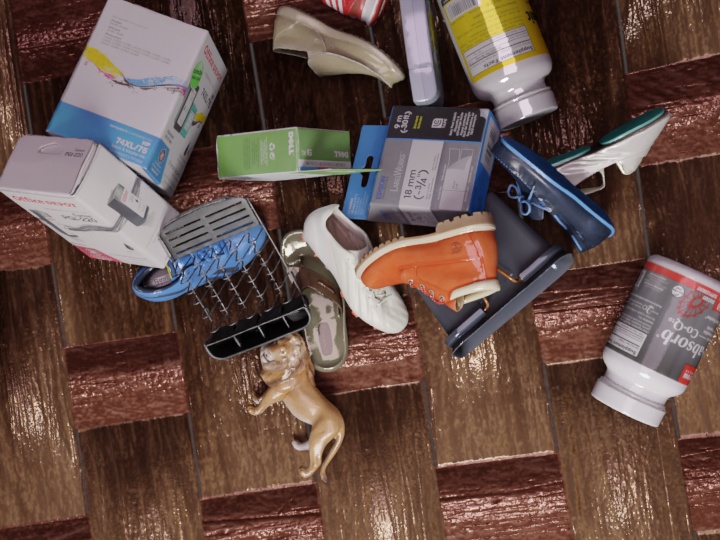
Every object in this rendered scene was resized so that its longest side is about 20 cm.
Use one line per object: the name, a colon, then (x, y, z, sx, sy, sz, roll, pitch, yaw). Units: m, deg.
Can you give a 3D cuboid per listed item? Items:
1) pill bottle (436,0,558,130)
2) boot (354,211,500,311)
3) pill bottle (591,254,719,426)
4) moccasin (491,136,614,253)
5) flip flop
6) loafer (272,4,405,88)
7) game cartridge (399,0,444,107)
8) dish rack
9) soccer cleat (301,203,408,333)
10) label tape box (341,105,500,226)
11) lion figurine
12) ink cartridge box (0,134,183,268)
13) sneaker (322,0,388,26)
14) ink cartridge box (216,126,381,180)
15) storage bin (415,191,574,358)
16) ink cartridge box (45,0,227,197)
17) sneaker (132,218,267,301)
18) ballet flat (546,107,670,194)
pill bottle: (0.183, -0.289, 1.480, 0.111, 0.111, 0.200, -21, 89, 7)
boot: (0.082, 0.006, 1.409, 0.200, 0.075, 0.107, -18, 78, 32)
pill bottle: (0.383, 0.091, 1.457, 0.116, 0.116, 0.200, 25, 94, 6)
moccasin: (0.238, -0.089, 1.450, 0.200, 0.080, 0.068, 39, 112, -14)
flip flop: (-0.061, 0.040, 1.539, 0.081, 0.058, 0.200, -9, 90, 7)
loafer: (-0.033, -0.289, 1.529, 0.200, 0.076, 0.068, 28, 95, 15)
game cartridge: (0.078, -0.313, 1.482, 0.040, 0.133, 0.200, -7, 90, 13)
dish rack: (-0.168, 0.006, 1.480, 0.153, 0.055, 0.200, -22, 113, 13)
soccer cleat: (0.000, 0.000, 1.506, 0.200, 0.078, 0.069, 51, 52, -6)
label tape box: (0.067, -0.136, 1.472, 0.200, 0.063, 0.144, 5, 72, 24)
lion figurine: (-0.075, 0.180, 1.532, 0.122, 0.072, 0.200, -42, 92, 16)
ink cartridge box: (-0.347, -0.088, 1.476, 0.146, 0.200, 0.085, 7, 65, 32)
sneaker: (0.003, -0.439, 1.519, 0.115, 0.078, 0.200, 21, 92, 5)
ink cartridge box: (-0.081, -0.152, 1.473, 0.200, 0.104, 0.059, 0, 92, 40)
storage bin: (0.156, -0.001, 1.480, 0.200, 0.146, 0.134, -42, 76, 5)
ink cartridge box: (-0.290, -0.228, 1.502, 0.146, 0.147, 0.200, 21, 81, 8)
sneaker: (-0.219, -0.014, 1.550, 0.200, 0.078, 0.066, -27, 85, 5)
ballet flat: (0.321, -0.145, 1.493, 0.200, 0.069, 0.069, -25, 87, 12)
